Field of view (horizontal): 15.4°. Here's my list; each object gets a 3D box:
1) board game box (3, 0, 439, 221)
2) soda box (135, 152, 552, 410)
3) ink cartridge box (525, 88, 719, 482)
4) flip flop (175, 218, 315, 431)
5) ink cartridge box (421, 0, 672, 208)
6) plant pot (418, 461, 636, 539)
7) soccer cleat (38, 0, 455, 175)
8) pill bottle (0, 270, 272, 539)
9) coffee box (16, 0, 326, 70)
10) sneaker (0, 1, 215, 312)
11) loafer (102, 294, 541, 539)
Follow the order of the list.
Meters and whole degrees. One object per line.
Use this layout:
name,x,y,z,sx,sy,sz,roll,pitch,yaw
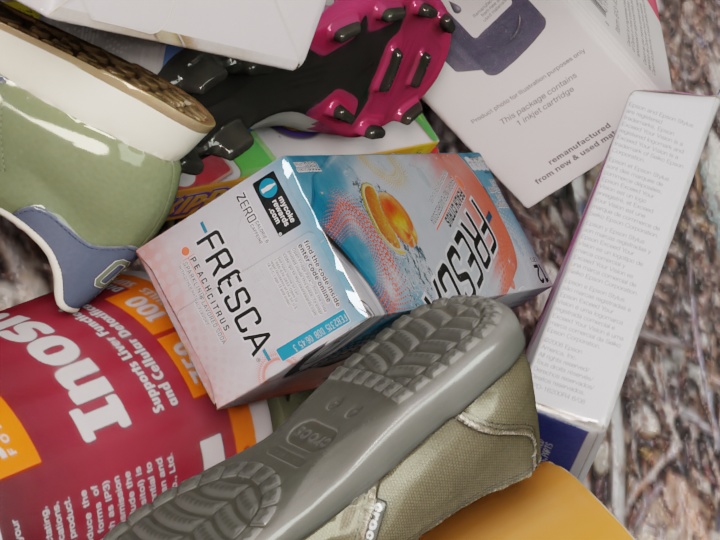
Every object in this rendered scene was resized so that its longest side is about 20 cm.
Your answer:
board game box,-0.052,-0.072,1.061,0.200,0.030,0.096,-12,63,-47
soda box,0.000,0.000,0.964,0.064,0.068,0.200,61,21,8
ink cartridge box,0.098,0.015,1.111,0.043,0.197,0.201,19,63,4
flip flop,-0.019,0.026,1.072,0.081,0.057,0.201,0,71,-47
ink cartridge box,0.040,-0.150,1.137,0.200,0.084,0.145,45,25,-29
plant pot,0.035,0.172,0.939,0.183,0.200,0.200,-37,111,-6
soccer cleat,-0.042,-0.089,1.012,0.200,0.086,0.070,-16,132,-54
pill bottle,-0.131,0.077,0.902,0.200,0.113,0.113,-23,96,-48
coffee box,-0.108,-0.144,0.918,0.114,0.200,0.080,10,106,-45
sneaker,-0.155,-0.056,0.911,0.090,0.200,0.067,-65,171,10
loafer,-0.017,0.091,0.859,0.200,0.075,0.070,-36,113,-10
